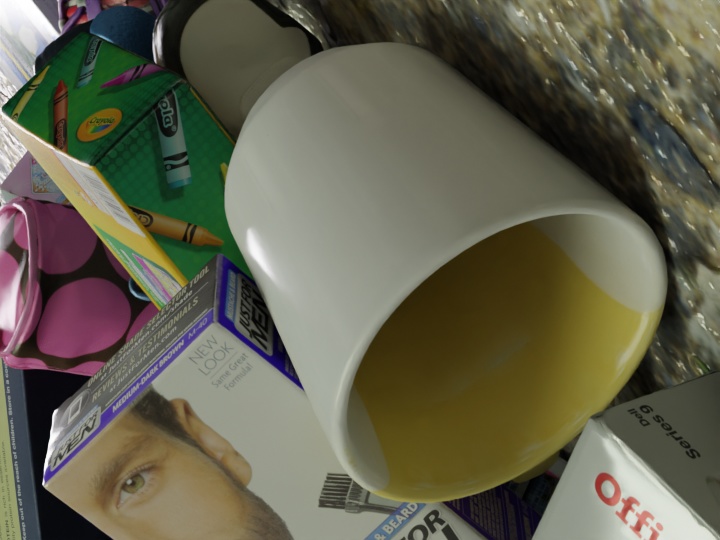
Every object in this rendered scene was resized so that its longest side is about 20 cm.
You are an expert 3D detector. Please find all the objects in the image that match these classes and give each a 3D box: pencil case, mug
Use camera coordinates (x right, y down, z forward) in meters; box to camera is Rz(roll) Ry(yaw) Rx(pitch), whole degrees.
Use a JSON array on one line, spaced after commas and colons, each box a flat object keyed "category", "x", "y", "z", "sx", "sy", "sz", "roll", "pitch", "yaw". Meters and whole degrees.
[{"category": "pencil case", "x": -0.101, "y": 0.022, "z": 1.407, "sx": 0.199, "sy": 0.094, "sz": 0.091, "roll": 12, "pitch": -160, "yaw": -28}, {"category": "mug", "x": 0.016, "y": 0.001, "z": 1.094, "sx": 0.153, "sy": 0.149, "sz": 0.187, "roll": 52, "pitch": 141, "yaw": 38}]

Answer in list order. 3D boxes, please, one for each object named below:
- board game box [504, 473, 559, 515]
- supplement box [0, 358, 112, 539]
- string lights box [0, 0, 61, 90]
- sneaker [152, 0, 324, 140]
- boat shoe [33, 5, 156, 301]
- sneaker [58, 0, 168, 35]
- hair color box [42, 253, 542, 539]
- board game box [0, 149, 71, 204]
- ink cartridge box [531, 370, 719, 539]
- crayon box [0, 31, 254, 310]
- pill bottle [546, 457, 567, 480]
[{"category": "board game box", "x": 0.013, "y": 0.161, "z": 1.249, "sx": 0.199, "sy": 0.201, "sz": 0.062, "roll": 28, "pitch": 166, "yaw": -3}, {"category": "supplement box", "x": -0.180, "y": 0.086, "z": 1.523, "sx": 0.199, "sy": 0.134, "sz": 0.201, "roll": -8, "pitch": 87, "yaw": 52}, {"category": "string lights box", "x": -0.158, "y": -0.131, "z": 1.517, "sx": 0.103, "sy": 0.059, "sz": 0.200, "roll": 51, "pitch": 167, "yaw": -5}, {"category": "sneaker", "x": -0.011, "y": -0.053, "z": 1.210, "sx": 0.200, "sy": 0.074, "sz": 0.080, "roll": 46, "pitch": 167, "yaw": -16}, {"category": "boat shoe", "x": -0.091, "y": -0.040, "z": 1.338, "sx": 0.068, "sy": 0.084, "sz": 0.201, "roll": -16, "pitch": 111, "yaw": 27}, {"category": "sneaker", "x": -0.127, "y": -0.133, "z": 1.370, "sx": 0.200, "sy": 0.083, "sz": 0.081, "roll": 55, "pitch": 166, "yaw": -4}, {"category": "hair color box", "x": -0.023, "y": 0.099, "z": 1.137, "sx": 0.200, "sy": 0.109, "sz": 0.065, "roll": 40, "pitch": -159, "yaw": -19}, {"category": "board game box", "x": -0.108, "y": 0.027, "z": 1.651, "sx": 0.198, "sy": 0.043, "sz": 0.200, "roll": 23, "pitch": 154, "yaw": 23}, {"category": "ink cartridge box", "x": 0.129, "y": 0.164, "z": 1.069, "sx": 0.146, "sy": 0.084, "sz": 0.201, "roll": 45, "pitch": 131, "yaw": 29}, {"category": "crayon box", "x": -0.065, "y": -0.007, "z": 1.207, "sx": 0.200, "sy": 0.058, "sz": 0.119, "roll": 52, "pitch": 168, "yaw": -28}, {"category": "pill bottle", "x": 0.047, "y": 0.191, "z": 1.339, "sx": 0.113, "sy": 0.200, "sz": 0.113, "roll": 48, "pitch": 165, "yaw": 17}]
